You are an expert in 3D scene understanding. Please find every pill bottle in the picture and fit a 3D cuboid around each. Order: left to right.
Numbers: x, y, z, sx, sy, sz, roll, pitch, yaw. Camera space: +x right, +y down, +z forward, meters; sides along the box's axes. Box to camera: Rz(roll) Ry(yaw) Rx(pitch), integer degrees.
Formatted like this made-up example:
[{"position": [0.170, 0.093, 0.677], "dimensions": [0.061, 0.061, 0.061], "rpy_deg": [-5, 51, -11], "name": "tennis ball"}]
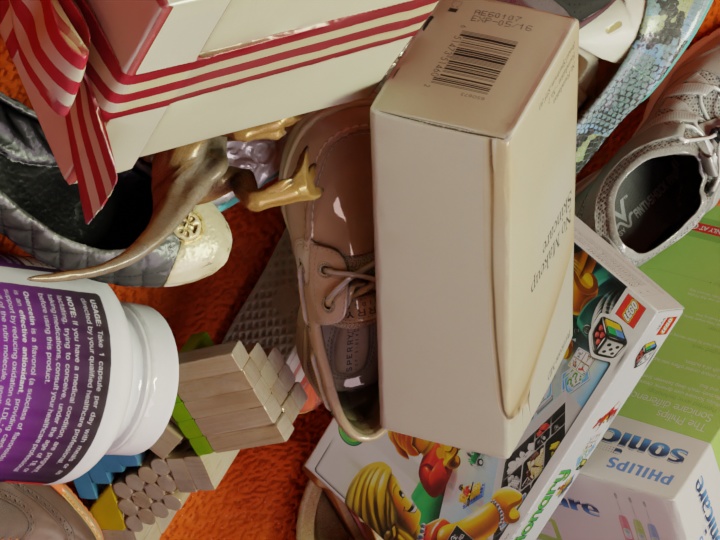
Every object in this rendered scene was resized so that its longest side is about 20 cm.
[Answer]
[{"position": [-0.190, 0.046, 1.470], "dimensions": [0.199, 0.113, 0.113], "rpy_deg": [8, 119, -39], "name": "pill bottle"}]

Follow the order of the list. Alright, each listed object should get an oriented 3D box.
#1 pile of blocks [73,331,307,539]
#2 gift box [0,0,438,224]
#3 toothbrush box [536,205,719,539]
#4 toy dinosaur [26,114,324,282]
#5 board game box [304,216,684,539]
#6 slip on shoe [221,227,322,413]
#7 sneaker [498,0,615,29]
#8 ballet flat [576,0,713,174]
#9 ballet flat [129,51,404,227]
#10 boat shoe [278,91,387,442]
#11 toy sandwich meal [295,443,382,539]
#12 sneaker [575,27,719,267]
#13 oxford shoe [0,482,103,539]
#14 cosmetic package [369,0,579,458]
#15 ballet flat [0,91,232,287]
[{"position": [-0.100, 0.081, 1.594], "dimensions": [0.082, 0.062, 0.200], "rpy_deg": [41, 132, -8], "name": "pile of blocks"}, {"position": [-0.080, -0.144, 1.318], "dimensions": [0.186, 0.185, 0.200], "rpy_deg": [-15, 157, -28], "name": "gift box"}, {"position": [0.165, 0.061, 1.659], "dimensions": [0.200, 0.145, 0.086], "rpy_deg": [-53, 141, -31], "name": "toothbrush box"}, {"position": [-0.077, -0.045, 1.413], "dimensions": [0.106, 0.201, 0.061], "rpy_deg": [-9, 126, 16], "name": "toy dinosaur"}, {"position": [0.068, 0.063, 1.585], "dimensions": [0.035, 0.126, 0.201], "rpy_deg": [-2, 127, -57], "name": "board game box"}, {"position": [-0.004, -0.001, 1.600], "dimensions": [0.061, 0.074, 0.200], "rpy_deg": [9, 124, -46], "name": "slip on shoe"}, {"position": [0.074, -0.152, 1.486], "dimensions": [0.199, 0.115, 0.076], "rpy_deg": [-12, 87, -28], "name": "sneaker"}, {"position": [0.114, -0.103, 1.603], "dimensions": [0.074, 0.074, 0.201], "rpy_deg": [22, 108, -44], "name": "ballet flat"}, {"position": [-0.053, -0.075, 1.517], "dimensions": [0.199, 0.072, 0.072], "rpy_deg": [-24, 135, -20], "name": "ballet flat"}, {"position": [0.000, 0.000, 1.502], "dimensions": [0.072, 0.065, 0.201], "rpy_deg": [-9, 134, -12], "name": "boat shoe"}, {"position": [0.051, 0.129, 1.744], "dimensions": [0.204, 0.070, 0.206], "rpy_deg": [-20, 133, -22], "name": "toy sandwich meal"}, {"position": [0.183, -0.060, 1.643], "dimensions": [0.075, 0.082, 0.200], "rpy_deg": [46, 71, -15], "name": "sneaker"}, {"position": [-0.204, 0.132, 1.550], "dimensions": [0.071, 0.073, 0.200], "rpy_deg": [-43, 134, 18], "name": "oxford shoe"}, {"position": [0.056, -0.020, 1.450], "dimensions": [0.104, 0.073, 0.201], "rpy_deg": [-59, 155, -43], "name": "cosmetic package"}, {"position": [-0.147, -0.044, 1.418], "dimensions": [0.199, 0.067, 0.057], "rpy_deg": [24, 154, -21], "name": "ballet flat"}]
